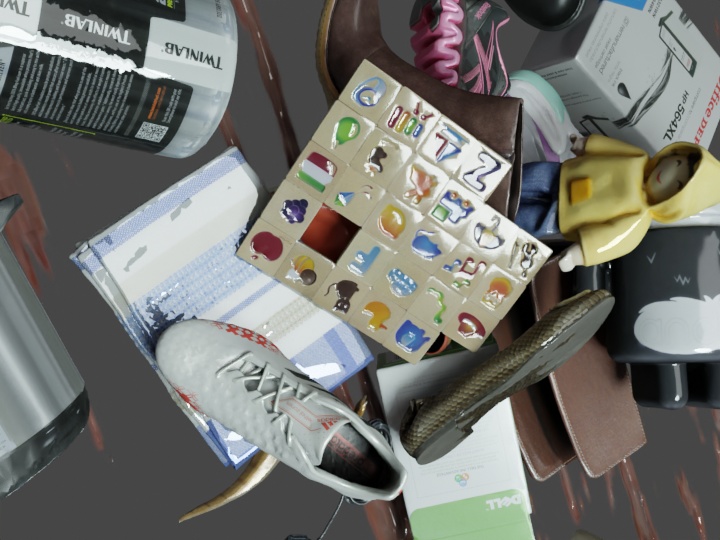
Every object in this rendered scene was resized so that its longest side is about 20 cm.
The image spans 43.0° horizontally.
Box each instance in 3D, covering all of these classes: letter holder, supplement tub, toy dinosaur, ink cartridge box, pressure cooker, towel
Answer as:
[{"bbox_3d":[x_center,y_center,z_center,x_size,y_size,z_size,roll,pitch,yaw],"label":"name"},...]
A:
[{"bbox_3d":[0.154,0.090,0.826,0.141,0.100,0.202,-25,103,-29],"label":"letter holder"},{"bbox_3d":[-0.190,-0.149,0.587,0.198,0.122,0.124,8,85,-33],"label":"supplement tub"},{"bbox_3d":[-0.057,0.117,0.723,0.105,0.060,0.202,20,74,-4],"label":"toy dinosaur"},{"bbox_3d":[0.272,-0.194,0.915,0.199,0.084,0.147,37,70,-27],"label":"ink cartridge box"},{"bbox_3d":[-0.263,0.036,0.499,0.202,0.177,0.176,64,19,-12],"label":"pressure cooker"},{"bbox_3d":[-0.097,0.026,0.674,0.146,0.024,0.201,-36,100,-16],"label":"towel"},{"bbox_3d":[0.083,0.162,0.774,0.103,0.059,0.202,-12,96,3],"label":"ink cartridge box"}]

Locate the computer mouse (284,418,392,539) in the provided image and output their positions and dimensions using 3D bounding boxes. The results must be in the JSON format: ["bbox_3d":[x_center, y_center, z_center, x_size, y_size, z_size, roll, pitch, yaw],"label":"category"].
[{"bbox_3d":[-0.037,0.205,0.725,0.059,0.034,0.201,41,76,-28],"label":"computer mouse"}]

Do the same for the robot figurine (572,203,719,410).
[{"bbox_3d":[0.267,0.014,0.771,0.149,0.124,0.203,5,82,-46],"label":"robot figurine"}]

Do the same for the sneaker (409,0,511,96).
[{"bbox_3d":[0.092,-0.149,0.792,0.094,0.079,0.203,8,83,-27],"label":"sneaker"}]

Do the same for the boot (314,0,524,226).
[{"bbox_3d":[0.050,-0.135,0.714,0.072,0.165,0.203,-17,110,-60],"label":"boot"}]

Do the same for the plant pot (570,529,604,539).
[{"bbox_3d":[0.274,0.399,0.855,0.200,0.176,0.201,47,67,-24],"label":"plant pot"}]

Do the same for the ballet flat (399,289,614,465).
[{"bbox_3d":[0.109,0.074,0.708,0.200,0.047,0.067,-40,149,7],"label":"ballet flat"}]

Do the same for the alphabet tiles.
[{"bbox_3d":[0.036,-0.028,0.669,0.199,0.008,0.168,32,104,-16],"label":"alphabet tiles"}]

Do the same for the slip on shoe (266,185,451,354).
[{"bbox_3d":[0.000,0.000,0.721,0.199,0.074,0.062,34,38,-16],"label":"slip on shoe"}]

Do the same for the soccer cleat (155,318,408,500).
[{"bbox_3d":[-0.051,0.097,0.631,0.199,0.085,0.069,38,78,-15],"label":"soccer cleat"}]

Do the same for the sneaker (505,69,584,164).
[{"bbox_3d":[0.169,-0.071,0.842,0.200,0.078,0.140,41,72,1],"label":"sneaker"}]

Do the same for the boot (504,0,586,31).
[{"bbox_3d":[0.112,-0.285,0.782,0.212,0.079,0.158,54,34,-10],"label":"boot"}]

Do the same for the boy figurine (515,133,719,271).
[{"bbox_3d":[0.184,-0.056,0.719,0.064,0.198,0.125,45,54,-46],"label":"boy figurine"}]
